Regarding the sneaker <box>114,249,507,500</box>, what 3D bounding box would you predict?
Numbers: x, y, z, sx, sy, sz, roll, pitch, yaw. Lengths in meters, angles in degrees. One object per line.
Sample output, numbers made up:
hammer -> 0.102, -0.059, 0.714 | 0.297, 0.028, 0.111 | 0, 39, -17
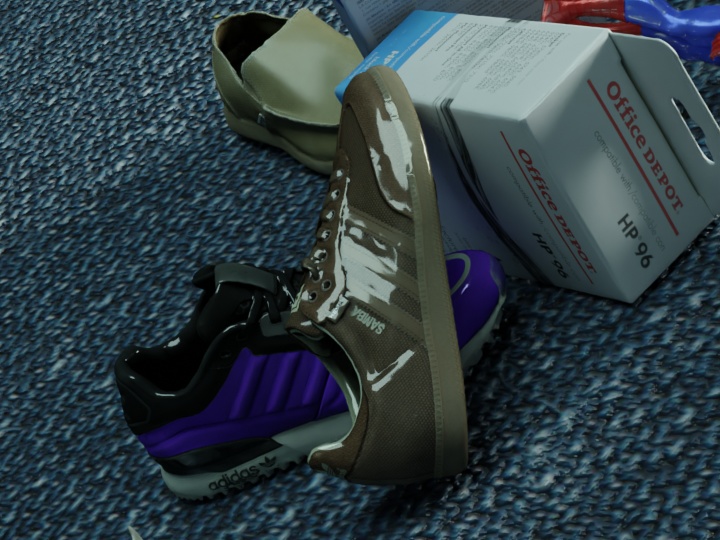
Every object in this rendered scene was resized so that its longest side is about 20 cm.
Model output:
sneaker -> -0.030, 0.030, 1.429 | 0.199, 0.100, 0.070 | -28, 29, 11

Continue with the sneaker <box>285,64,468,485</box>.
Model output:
sneaker -> 0.000, 0.000, 1.370 | 0.075, 0.071, 0.201 | -8, 69, -5

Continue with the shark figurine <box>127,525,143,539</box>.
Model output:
shark figurine -> -0.104, 0.153, 1.313 | 0.128, 0.090, 0.214 | -20, 16, -15

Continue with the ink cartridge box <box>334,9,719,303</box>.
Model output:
ink cartridge box -> 0.088, -0.055, 1.425 | 0.068, 0.116, 0.200 | -44, 28, -20

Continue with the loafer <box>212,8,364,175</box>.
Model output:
loafer -> -0.029, -0.105, 1.688 | 0.076, 0.068, 0.200 | -45, 29, -22

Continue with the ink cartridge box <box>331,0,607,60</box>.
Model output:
ink cartridge box -> 0.050, -0.143, 1.519 | 0.119, 0.200, 0.042 | -33, 43, -3

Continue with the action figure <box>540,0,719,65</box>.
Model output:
action figure -> 0.190, -0.113, 1.460 | 0.199, 0.065, 0.052 | -2, 67, 21
